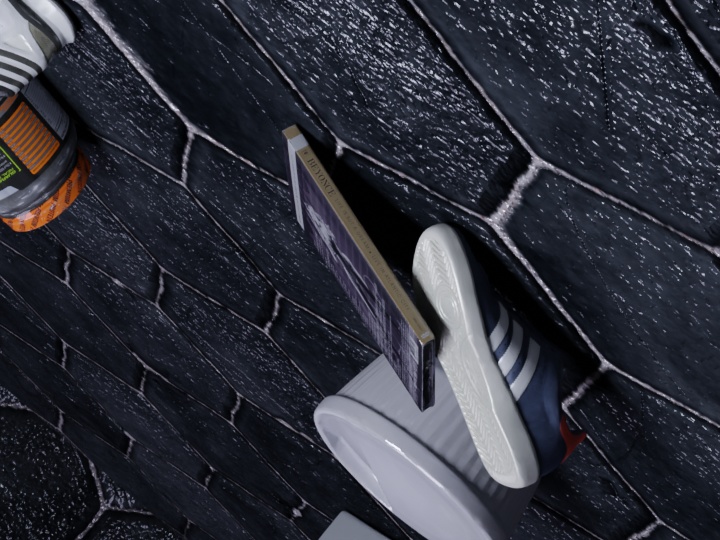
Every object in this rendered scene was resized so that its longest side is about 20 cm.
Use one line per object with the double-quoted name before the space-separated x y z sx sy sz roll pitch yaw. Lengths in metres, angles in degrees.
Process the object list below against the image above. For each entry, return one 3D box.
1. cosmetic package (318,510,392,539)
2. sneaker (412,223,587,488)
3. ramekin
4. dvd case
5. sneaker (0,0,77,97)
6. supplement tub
"cosmetic package" 0.025 0.409 2.583 0.199 0.165 0.165 28 160 40
"sneaker" 0.105 0.052 1.676 0.075 0.084 0.201 0 112 63
"ramekin" 0.064 0.151 1.960 0.202 0.094 0.203 36 163 13
"dvd case" 0.000 0.000 1.742 0.201 0.016 0.149 56 169 20
"sneaker" -0.340 -0.217 1.878 0.200 0.115 0.076 38 164 11
"supplement tub" -0.338 -0.136 2.070 0.122 0.123 0.200 17 151 53
